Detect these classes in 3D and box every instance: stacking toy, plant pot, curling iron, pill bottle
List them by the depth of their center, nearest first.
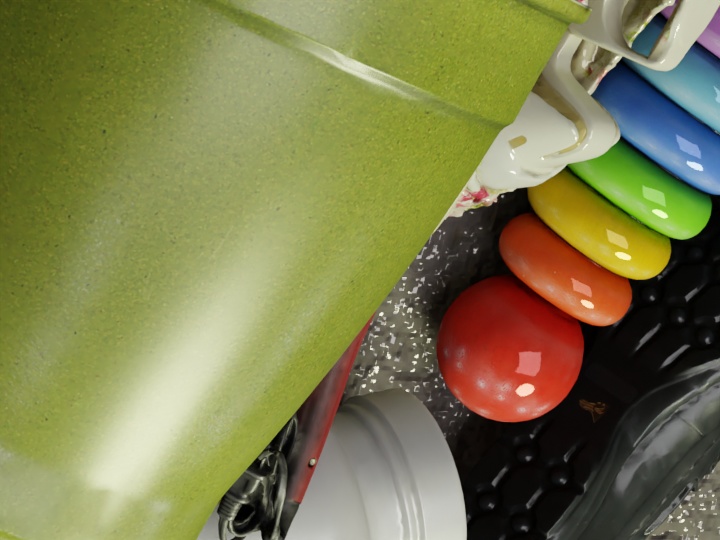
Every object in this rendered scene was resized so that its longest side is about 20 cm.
[{"bbox_3d":[-0.069,-0.029,0.810,0.200,0.200,0.193,22,98,-34],"label":"plant pot"},{"bbox_3d":[0.000,0.000,0.969,0.026,0.050,0.200,22,81,8],"label":"curling iron"},{"bbox_3d":[-0.068,0.099,1.018,0.200,0.104,0.104,-13,118,-23],"label":"pill bottle"},{"bbox_3d":[0.094,-0.033,1.071,0.085,0.085,0.200,29,103,-35],"label":"stacking toy"}]

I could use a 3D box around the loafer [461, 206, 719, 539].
[{"bbox_3d":[0.109,0.053,1.124,0.201,0.068,0.070,-47,147,-9],"label":"loafer"}]

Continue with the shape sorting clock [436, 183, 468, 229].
[{"bbox_3d":[-0.053,-0.076,0.925,0.200,0.039,0.200,1,98,7],"label":"shape sorting clock"}]

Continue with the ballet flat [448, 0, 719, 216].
[{"bbox_3d":[0.075,-0.079,1.007,0.076,0.064,0.200,0,132,-55],"label":"ballet flat"}]
